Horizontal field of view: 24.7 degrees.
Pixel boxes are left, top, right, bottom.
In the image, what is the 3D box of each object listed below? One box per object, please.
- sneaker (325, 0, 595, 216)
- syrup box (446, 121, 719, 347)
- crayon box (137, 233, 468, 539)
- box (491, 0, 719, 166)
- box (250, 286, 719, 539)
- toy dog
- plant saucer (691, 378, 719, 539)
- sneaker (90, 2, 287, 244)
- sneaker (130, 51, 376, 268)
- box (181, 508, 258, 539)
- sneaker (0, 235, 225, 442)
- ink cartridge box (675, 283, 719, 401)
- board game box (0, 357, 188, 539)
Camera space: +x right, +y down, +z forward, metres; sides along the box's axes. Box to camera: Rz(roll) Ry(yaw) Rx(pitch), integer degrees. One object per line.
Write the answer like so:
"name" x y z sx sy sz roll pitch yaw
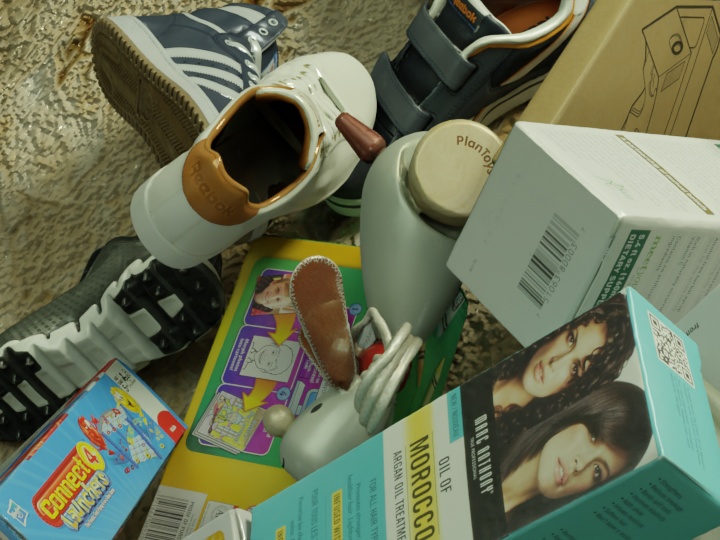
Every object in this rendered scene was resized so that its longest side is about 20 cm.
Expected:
"sneaker" 0.048 -0.116 0.960 0.199 0.080 0.079 -37 54 -1
"syrup box" 0.145 -0.011 0.776 0.081 0.199 0.079 47 122 38
"crayon box" -0.028 0.083 0.878 0.118 0.058 0.202 7 63 25
"box" 0.146 -0.086 0.846 0.021 0.164 0.201 24 71 33
"box" 0.043 0.094 0.639 0.199 0.049 0.083 -34 38 28
"toy dog" 0.000 0.000 0.816 0.096 0.132 0.201 27 60 6
"plant saucer" 0.089 0.133 0.670 0.200 0.050 0.202 -27 57 53
"sneaker" -0.073 -0.096 0.972 0.108 0.071 0.200 -13 44 -29
"sneaker" -0.032 -0.070 0.862 0.084 0.073 0.200 -34 8 41
"box" -0.082 0.207 0.753 0.199 0.112 0.102 -35 50 28
"sneaker" -0.154 0.032 0.961 0.199 0.067 0.091 -31 23 22
"ink cartridge box" 0.201 0.122 0.676 0.145 0.144 0.202 -48 43 40
"board game box" -0.191 0.152 0.796 0.200 0.196 0.056 -43 96 15
